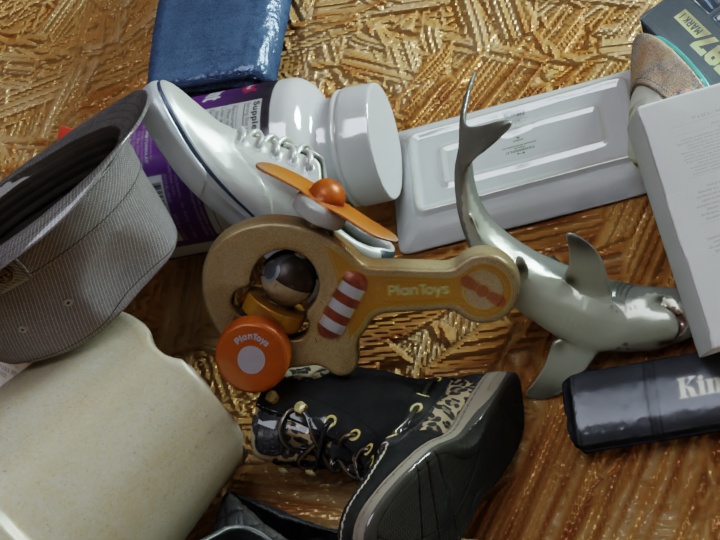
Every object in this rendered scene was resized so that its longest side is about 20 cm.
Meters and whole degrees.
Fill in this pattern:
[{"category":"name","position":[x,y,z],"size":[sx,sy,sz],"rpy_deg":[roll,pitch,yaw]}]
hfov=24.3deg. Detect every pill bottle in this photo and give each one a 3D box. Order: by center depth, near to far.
[{"category":"pill bottle","position":[-0.076,-0.074,1.183],"size":[0.198,0.112,0.112],"rpy_deg":[-9,56,16]}]

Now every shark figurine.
[{"category":"shark figurine","position":[0.114,-0.012,1.076],"size":[0.128,0.214,0.090],"rpy_deg":[-45,7,24]}]

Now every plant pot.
[{"category":"plant pot","position":[-0.177,0.132,1.047],"size":[0.200,0.201,0.183],"rpy_deg":[33,69,34]}]

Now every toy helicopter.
[{"category":"toy helicopter","position":[0.000,0.000,1.037],"size":[0.198,0.134,0.079],"rpy_deg":[-1,15,4]}]

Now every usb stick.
[{"category":"usb stick","position":[0.221,0.072,1.019],"size":[0.198,0.033,0.056],"rpy_deg":[-11,55,15]}]

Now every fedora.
[{"category":"fedora","position":[-0.184,-0.013,1.030],"size":[0.199,0.091,0.177],"rpy_deg":[-35,21,5]}]

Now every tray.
[{"category":"tray","position":[0.114,-0.083,1.169],"size":[0.198,0.022,0.108],"rpy_deg":[-14,54,13]}]

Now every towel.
[{"category":"towel","position":[-0.105,-0.215,1.326],"size":[0.110,0.049,0.202],"rpy_deg":[-6,56,19]}]

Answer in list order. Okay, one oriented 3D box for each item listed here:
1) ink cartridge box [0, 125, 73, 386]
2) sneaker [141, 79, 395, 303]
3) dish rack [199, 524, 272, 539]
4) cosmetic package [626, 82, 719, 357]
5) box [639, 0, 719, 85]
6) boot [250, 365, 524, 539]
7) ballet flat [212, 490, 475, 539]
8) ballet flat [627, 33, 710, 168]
[{"category":"ink cartridge box","position":[-0.222,0.001,1.155],"size":[0.109,0.050,0.202],"rpy_deg":[17,97,52]},{"category":"sneaker","position":[-0.059,-0.060,1.092],"size":[0.071,0.200,0.073],"rpy_deg":[-42,17,13]},{"category":"dish rack","position":[-0.050,0.239,0.934],"size":[0.199,0.055,0.153],"rpy_deg":[33,33,26]},{"category":"cosmetic package","position":[0.278,-0.049,1.006],"size":[0.198,0.052,0.152],"rpy_deg":[-16,79,-2]},{"category":"box","position":[0.306,-0.142,1.112],"size":[0.157,0.051,0.200],"rpy_deg":[-35,54,-3]},{"category":"boot","position":[0.000,0.113,1.021],"size":[0.149,0.074,0.200],"rpy_deg":[6,29,29]},{"category":"ballet flat","position":[-0.006,0.170,1.022],"size":[0.198,0.066,0.058],"rpy_deg":[0,95,25]},{"category":"ballet flat","position":[0.215,-0.077,1.086],"size":[0.067,0.068,0.201],"rpy_deg":[-27,55,-11]}]
